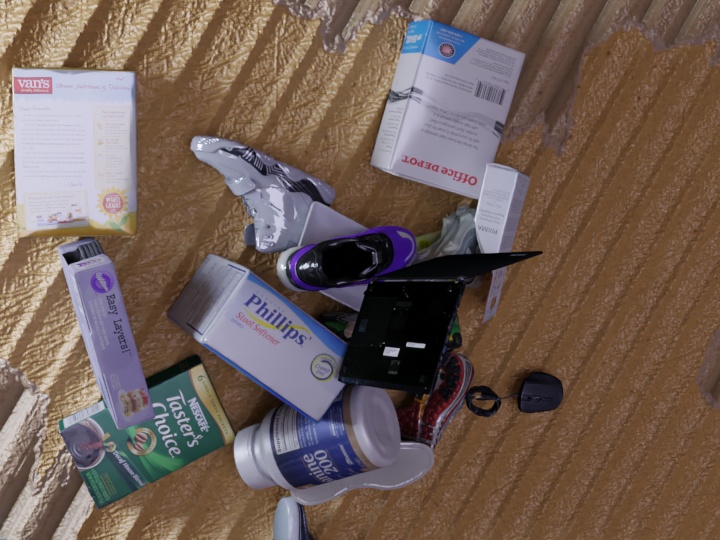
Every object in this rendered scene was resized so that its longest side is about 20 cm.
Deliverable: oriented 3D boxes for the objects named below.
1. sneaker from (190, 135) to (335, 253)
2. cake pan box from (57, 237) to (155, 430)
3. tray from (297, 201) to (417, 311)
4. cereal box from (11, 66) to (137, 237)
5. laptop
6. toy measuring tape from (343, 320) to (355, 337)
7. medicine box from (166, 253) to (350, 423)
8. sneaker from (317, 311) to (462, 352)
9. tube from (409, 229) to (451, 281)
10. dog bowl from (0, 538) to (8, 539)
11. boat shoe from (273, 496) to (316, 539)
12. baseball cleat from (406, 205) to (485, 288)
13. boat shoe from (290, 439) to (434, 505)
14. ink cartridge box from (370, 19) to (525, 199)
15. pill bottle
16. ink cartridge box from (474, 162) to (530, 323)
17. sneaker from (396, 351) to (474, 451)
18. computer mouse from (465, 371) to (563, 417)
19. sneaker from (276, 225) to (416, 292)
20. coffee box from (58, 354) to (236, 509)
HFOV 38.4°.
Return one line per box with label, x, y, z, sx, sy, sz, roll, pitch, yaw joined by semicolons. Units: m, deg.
sneaker;-0.135;-0.090;1.306;0.199;0.075;0.115;23;90;-25
cake pan box;-0.304;0.065;1.220;0.052;0.184;0.201;-18;105;-20
tray;0.000;0.000;1.338;0.199;0.022;0.108;27;71;-27
cereal box;-0.342;-0.142;1.243;0.143;0.040;0.201;-1;100;-19
laptop;0.087;0.054;1.177;0.103;0.177;0.201;26;75;-31
toy measuring tape;-0.031;0.152;1.381;0.073;0.074;0.201;-14;123;-16
medicine box;-0.122;0.079;1.276;0.182;0.200;0.103;38;83;-21
sneaker;0.037;0.070;1.411;0.199;0.078;0.086;1;68;-14
tube;0.035;-0.010;1.398;0.199;0.052;0.058;-6;135;-24
dog bowl;-0.428;0.416;1.317;0.200;0.050;0.112;39;86;-22
boat shoe;-0.068;0.399;1.433;0.090;0.071;0.202;-6;109;-19
baseball cleat;0.127;-0.006;1.373;0.200;0.069;0.107;-50;124;-46
boat shoe;0.000;0.265;1.404;0.199;0.060;0.074;-18;109;4
ink cartridge box;0.112;-0.211;1.365;0.145;0.084;0.201;15;96;-22
pill bottle;-0.058;0.217;1.320;0.199;0.111;0.111;-20;110;24
ink cartridge box;0.177;-0.038;1.383;0.057;0.162;0.201;19;97;13
sneaker;0.101;0.205;1.444;0.082;0.078;0.201;4;121;-57
computer mouse;0.226;0.181;1.475;0.199;0.034;0.059;-2;106;-40
sneaker;0.005;-0.013;1.268;0.199;0.099;0.070;-15;93;-35
coffee box;-0.273;0.206;1.333;0.199;0.044;0.124;-24;107;-13
